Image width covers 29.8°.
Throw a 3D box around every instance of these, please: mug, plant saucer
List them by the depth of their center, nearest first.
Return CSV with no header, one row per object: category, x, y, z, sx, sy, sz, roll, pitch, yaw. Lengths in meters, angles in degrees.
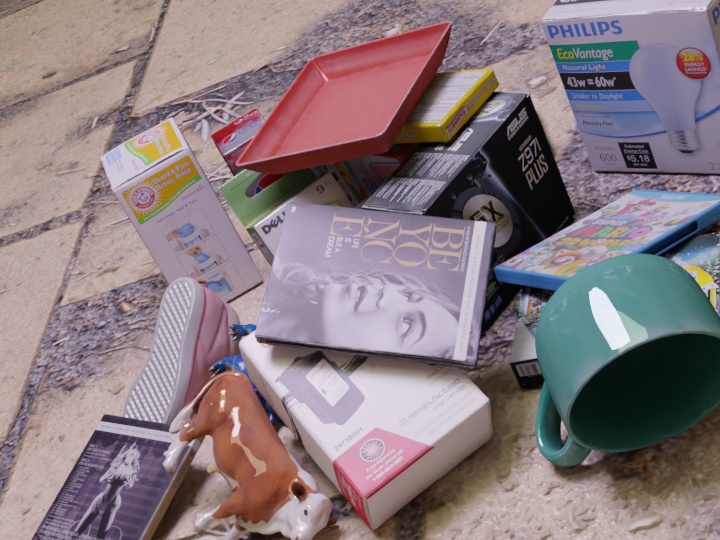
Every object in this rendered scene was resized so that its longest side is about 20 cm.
mug,0.210,0.067,1.137,0.184,0.152,0.115,-26,48,8
plant saucer,-0.010,-0.175,1.431,0.199,0.037,0.200,-9,38,38

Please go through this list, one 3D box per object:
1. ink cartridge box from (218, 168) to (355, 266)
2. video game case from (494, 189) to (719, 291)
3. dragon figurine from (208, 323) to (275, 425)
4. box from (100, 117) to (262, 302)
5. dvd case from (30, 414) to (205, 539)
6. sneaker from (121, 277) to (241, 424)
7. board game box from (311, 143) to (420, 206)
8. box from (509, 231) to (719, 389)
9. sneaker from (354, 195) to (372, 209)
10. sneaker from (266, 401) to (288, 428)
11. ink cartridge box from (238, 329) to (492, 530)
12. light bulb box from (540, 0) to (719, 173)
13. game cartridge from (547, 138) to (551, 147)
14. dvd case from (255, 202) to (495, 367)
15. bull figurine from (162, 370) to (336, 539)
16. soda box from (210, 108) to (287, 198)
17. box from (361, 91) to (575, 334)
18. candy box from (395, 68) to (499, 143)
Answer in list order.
ink cartridge box,-0.052,-0.037,1.455,0.104,0.201,0.059,-36,5,-13
video game case,0.248,-0.031,1.329,0.199,0.018,0.143,-27,18,-25
dragon figurine,-0.095,0.088,1.442,0.099,0.059,0.201,-4,39,32
box,-0.213,-0.062,1.609,0.101,0.201,0.113,-29,32,-4
dvd case,-0.254,0.239,1.356,0.148,0.016,0.201,2,55,39
sneaker,-0.185,0.118,1.470,0.075,0.104,0.202,6,75,38
board game box,0.015,-0.088,1.523,0.199,0.154,0.040,15,50,46
box,0.246,0.038,1.278,0.199,0.038,0.137,-12,35,24
sneaker,0.000,0.000,1.388,0.201,0.078,0.090,-57,8,-13
sneaker,-0.002,0.098,1.362,0.199,0.078,0.085,-22,22,-5
ink cartridge box,0.003,0.109,1.241,0.144,0.085,0.200,-36,61,-13
light bulb box,0.325,-0.219,1.431,0.197,0.201,0.125,4,43,41
game cartridge,0.123,-0.143,1.632,0.199,0.042,0.134,-23,36,8
dvd case,0.016,0.010,1.231,0.198,0.016,0.150,7,57,9
bull figurine,-0.107,0.190,1.259,0.121,0.065,0.201,-34,59,5
soda box,-0.093,-0.080,1.545,0.063,0.201,0.070,-30,31,-4
box,0.117,-0.062,1.398,0.086,0.164,0.200,9,46,44
candy box,0.044,-0.172,1.440,0.199,0.027,0.102,4,45,47
